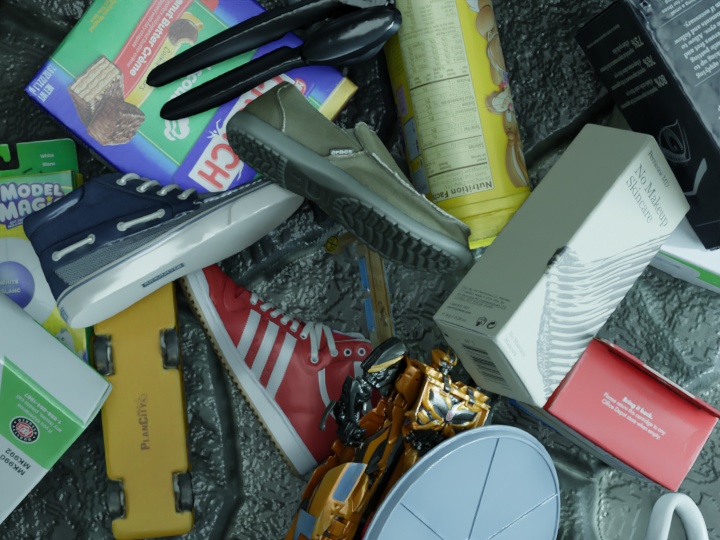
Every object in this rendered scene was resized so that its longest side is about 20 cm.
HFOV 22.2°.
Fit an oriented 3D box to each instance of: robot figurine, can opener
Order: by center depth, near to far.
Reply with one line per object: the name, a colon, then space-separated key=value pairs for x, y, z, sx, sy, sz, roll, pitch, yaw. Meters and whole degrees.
robot figurine: x=0.025 y=0.149 z=1.344 sx=0.144 sy=0.058 sz=0.201 roll=26 pitch=92 yaw=-40
can opener: x=-0.065 y=-0.166 z=1.347 sx=0.198 sy=0.079 sz=0.064 roll=-17 pitch=85 yaw=10

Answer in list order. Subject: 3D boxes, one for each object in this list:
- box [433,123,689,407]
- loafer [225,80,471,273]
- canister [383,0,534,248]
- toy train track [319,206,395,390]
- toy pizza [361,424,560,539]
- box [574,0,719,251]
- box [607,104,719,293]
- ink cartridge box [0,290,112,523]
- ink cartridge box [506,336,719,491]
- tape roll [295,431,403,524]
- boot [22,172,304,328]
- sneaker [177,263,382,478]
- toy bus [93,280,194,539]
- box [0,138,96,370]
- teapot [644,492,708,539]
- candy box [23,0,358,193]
box: x=0.146 y=-0.006 z=1.312 sx=0.200 sy=0.068 sz=0.082 roll=-51 pitch=128 yaw=-19
loafer: x=0.001 y=-0.071 z=1.306 sx=0.199 sy=0.075 sz=0.070 roll=34 pitch=70 yaw=-1
canister: x=0.072 y=-0.119 z=1.400 sx=0.086 sy=0.149 sz=0.202 roll=-12 pitch=88 yaw=-6
toy train track: x=0.000 y=0.000 z=1.409 sx=0.032 sy=0.114 sz=0.202 roll=-27 pitch=58 yaw=32
toy pizza: x=0.067 y=0.203 z=1.340 sx=0.199 sy=0.032 sz=0.202 roll=-18 pitch=121 yaw=-34
box: x=0.262 y=-0.126 z=1.327 sx=0.104 sy=0.148 sz=0.201 roll=-33 pitch=92 yaw=-8
box: x=0.291 y=-0.077 z=1.450 sx=0.198 sy=0.097 sz=0.178 roll=23 pitch=84 yaw=-5
ink cartridge box: x=-0.302 y=0.120 z=1.339 sx=0.146 sy=0.084 sz=0.200 roll=39 pitch=110 yaw=-8
ink cartridge box: x=0.191 y=0.104 z=1.380 sx=0.116 sy=0.200 sz=0.068 roll=32 pitch=86 yaw=-5
tape roll: x=0.045 y=0.224 z=1.428 sx=0.198 sy=0.066 sz=0.203 roll=0 pitch=89 yaw=-7
boot: x=-0.146 y=-0.043 z=1.344 sx=0.199 sy=0.073 sz=0.091 roll=-27 pitch=76 yaw=-11
sneaker: x=-0.057 y=0.048 z=1.418 sx=0.112 sy=0.071 sz=0.201 roll=-32 pitch=99 yaw=-3
toy bus: x=-0.166 y=0.100 z=1.399 sx=0.064 sy=0.078 sz=0.202 roll=-6 pitch=90 yaw=-4
box: x=-0.265 y=0.002 z=1.401 sx=0.116 sy=0.048 sz=0.202 roll=-6 pitch=87 yaw=1
teapot: x=0.248 y=0.309 z=1.415 sx=0.197 sy=0.146 sz=0.201 roll=42 pitch=105 yaw=28
candy box: x=-0.130 y=-0.135 z=1.410 sx=0.200 sy=0.077 sz=0.170 roll=39 pitch=87 yaw=-5
